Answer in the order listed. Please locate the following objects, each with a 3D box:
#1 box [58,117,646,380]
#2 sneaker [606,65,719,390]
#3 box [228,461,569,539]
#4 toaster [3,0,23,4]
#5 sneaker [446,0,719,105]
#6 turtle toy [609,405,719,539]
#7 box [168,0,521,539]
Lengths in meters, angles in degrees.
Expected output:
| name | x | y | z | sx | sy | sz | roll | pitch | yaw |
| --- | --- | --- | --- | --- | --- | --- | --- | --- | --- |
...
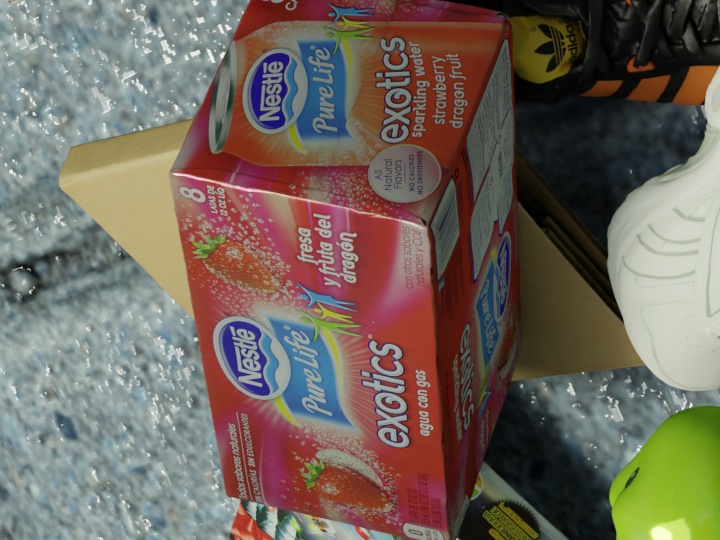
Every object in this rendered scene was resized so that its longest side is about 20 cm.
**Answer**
| name | x | y | z | sx | sy | sz | roll | pitch | yaw |
| --- | --- | --- | --- | --- | --- | --- | --- | --- | --- |
| box | -0.002 | -0.008 | 1.129 | 0.199 | 0.021 | 0.164 | -9 | 136 | 41 |
| sneaker | 0.143 | -0.001 | 0.994 | 0.200 | 0.077 | 0.100 | 108 | 152 | -55 |
| box | 0.037 | 0.134 | 1.177 | 0.200 | 0.040 | 0.137 | 42 | 148 | 16 |
| toaster | -0.109 | -0.190 | 1.130 | 0.199 | 0.114 | 0.130 | -18 | 99 | 40 |
| sneaker | 0.096 | -0.085 | 1.025 | 0.199 | 0.090 | 0.070 | 6 | 112 | 37 |
| turtle toy | 0.175 | 0.074 | 0.929 | 0.199 | 0.146 | 0.102 | -22 | 83 | 27 |
| box | 0.000 | 0.000 | 1.025 | 0.095 | 0.100 | 0.200 | 13 | 145 | 14 |
